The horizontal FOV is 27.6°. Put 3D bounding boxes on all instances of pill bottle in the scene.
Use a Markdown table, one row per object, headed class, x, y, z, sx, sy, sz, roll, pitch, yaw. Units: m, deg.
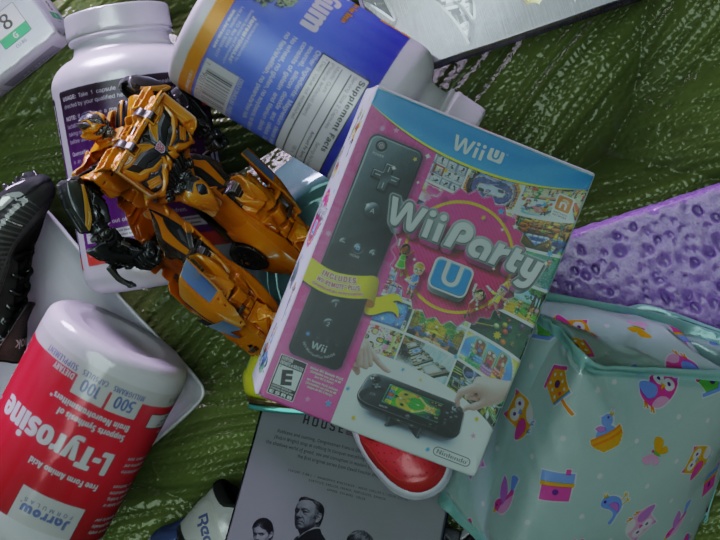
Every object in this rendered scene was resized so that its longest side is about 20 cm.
| class | x | y | z | sx | sy | sz | roll | pitch | yaw |
| --- | --- | --- | --- | --- | --- | --- | --- | --- | --- |
| pill bottle | -0.160 | -0.088 | 1.063 | 0.112 | 0.112 | 0.201 | -9 | 92 | 9 |
| pill bottle | -0.216 | 0.132 | 1.051 | 0.112 | 0.112 | 0.201 | 29 | 97 | 6 |
| pill bottle | -0.020 | -0.126 | 0.994 | 0.200 | 0.112 | 0.112 | 30 | 97 | -1 |

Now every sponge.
| class | x | y | z | sx | sy | sz | roll | pitch | yaw |
| --- | --- | --- | --- | --- | --- | --- | --- | --- | --- |
| sponge | 0.199 | 0.014 | 1.048 | 0.199 | 0.030 | 0.112 | -18 | 97 | 8 |

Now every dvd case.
| class | x | y | z | sx | sy | sz | roll | pitch | yaw |
| --- | --- | --- | --- | --- | --- | --- | --- | --- | --- |
| dvd case | -0.016 | 0.184 | 1.033 | 0.150 | 0.025 | 0.201 | 15 | 58 | -1 |

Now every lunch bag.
| class | x | y | z | sx | sy | sz | roll | pitch | yaw |
| --- | --- | --- | --- | --- | --- | --- | --- | --- | --- |
| lunch bag | 0.175 | 0.113 | 0.994 | 0.199 | 0.122 | 0.171 | 5 | 111 | -32 |

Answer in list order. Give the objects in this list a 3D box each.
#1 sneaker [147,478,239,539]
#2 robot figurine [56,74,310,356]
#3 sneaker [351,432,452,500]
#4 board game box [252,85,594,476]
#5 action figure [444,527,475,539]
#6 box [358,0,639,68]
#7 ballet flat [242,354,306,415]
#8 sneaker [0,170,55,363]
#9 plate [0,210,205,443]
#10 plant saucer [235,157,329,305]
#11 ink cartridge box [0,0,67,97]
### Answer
| class | x | y | z | sx | sy | sz | roll | pitch | yaw |
| --- | --- | --- | --- | --- | --- | --- | --- | --- | --- |
| sneaker | -0.053 | 0.224 | 1.078 | 0.199 | 0.081 | 0.115 | 39 | 100 | 7 |
| robot figurine | -0.109 | -0.041 | 0.986 | 0.058 | 0.145 | 0.200 | -13 | 133 | 44 |
| sneaker | 0.020 | 0.045 | 0.968 | 0.071 | 0.113 | 0.201 | -11 | 67 | -6 |
| board game box | 0.036 | 0.005 | 0.908 | 0.147 | 0.064 | 0.201 | 21 | 93 | -6 |
| action figure | 0.110 | 0.251 | 1.061 | 0.200 | 0.069 | 0.130 | 44 | 107 | 8 |
| box | 0.089 | -0.240 | 1.048 | 0.199 | 0.048 | 0.159 | -17 | 90 | 10 |
| ballet flat | 0.016 | 0.081 | 1.040 | 0.199 | 0.067 | 0.067 | 10 | 87 | 1 |
| sneaker | -0.270 | 0.021 | 1.080 | 0.090 | 0.066 | 0.200 | 38 | 102 | 3 |
| plate | -0.248 | 0.084 | 1.126 | 0.200 | 0.032 | 0.200 | -43 | 86 | 9 |
| plant saucer | 0.000 | 0.000 | 1.081 | 0.199 | 0.036 | 0.201 | 0 | 93 | 8 |
| ink cartridge box | -0.340 | -0.210 | 1.119 | 0.161 | 0.050 | 0.200 | -36 | 89 | 9 |
